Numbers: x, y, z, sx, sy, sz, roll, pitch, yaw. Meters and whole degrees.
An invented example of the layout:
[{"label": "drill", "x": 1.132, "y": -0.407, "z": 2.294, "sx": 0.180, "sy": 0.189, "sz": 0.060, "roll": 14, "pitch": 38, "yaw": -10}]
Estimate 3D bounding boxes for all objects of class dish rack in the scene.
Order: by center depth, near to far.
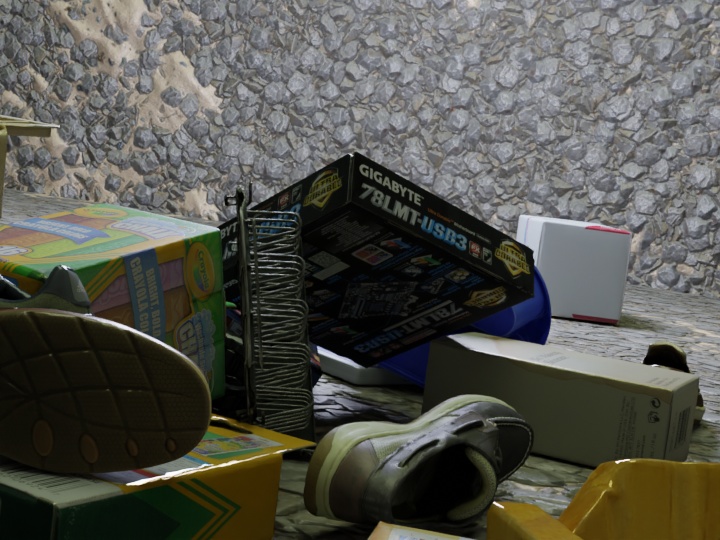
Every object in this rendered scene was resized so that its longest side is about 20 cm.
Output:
[{"label": "dish rack", "x": -0.056, "y": 0.034, "z": 0.813, "sx": 0.054, "sy": 0.155, "sz": 0.200, "roll": -5, "pitch": -14, "yaw": -5}]

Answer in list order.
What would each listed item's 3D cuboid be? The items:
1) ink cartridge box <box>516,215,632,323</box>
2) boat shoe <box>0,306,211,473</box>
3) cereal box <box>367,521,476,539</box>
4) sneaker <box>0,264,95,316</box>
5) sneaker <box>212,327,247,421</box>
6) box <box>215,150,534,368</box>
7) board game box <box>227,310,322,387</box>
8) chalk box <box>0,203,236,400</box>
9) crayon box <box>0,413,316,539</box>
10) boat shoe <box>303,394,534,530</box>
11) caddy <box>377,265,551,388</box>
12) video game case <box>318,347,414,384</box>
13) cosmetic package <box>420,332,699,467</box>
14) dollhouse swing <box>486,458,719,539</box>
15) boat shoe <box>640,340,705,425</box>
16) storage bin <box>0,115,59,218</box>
[{"label": "ink cartridge box", "x": 0.329, "y": -0.006, "z": 2.028, "sx": 0.143, "sy": 0.147, "sz": 0.200, "roll": 7, "pitch": 6, "yaw": -3}, {"label": "boat shoe", "x": -0.165, "y": 0.048, "z": 0.600, "sx": 0.197, "sy": 0.073, "sz": 0.068, "roll": 5, "pitch": 7, "yaw": 2}, {"label": "cereal box", "x": 0.088, "y": 0.157, "z": 0.530, "sx": 0.198, "sy": 0.040, "sz": 0.144, "roll": 9, "pitch": 6, "yaw": 11}, {"label": "sneaker", "x": -0.234, "y": 0.040, "z": 0.729, "sx": 0.197, "sy": 0.082, "sz": 0.074, "roll": -4, "pitch": -2, "yaw": 11}, {"label": "sneaker", "x": -0.148, "y": 0.054, "z": 0.989, "sx": 0.199, "sy": 0.074, "sz": 0.079, "roll": 35, "pitch": 0, "yaw": 15}, {"label": "box", "x": 0.000, "y": 0.000, "z": 0.998, "sx": 0.197, "sy": 0.050, "sz": 0.199, "roll": 24, "pitch": -34, "yaw": -35}, {"label": "board game box", "x": -0.100, "y": 0.049, "z": 1.127, "sx": 0.135, "sy": 0.035, "sz": 0.200, "roll": 36, "pitch": 3, "yaw": -7}, {"label": "chalk box", "x": -0.170, "y": 0.029, "z": 0.859, "sx": 0.123, "sy": 0.125, "sz": 0.199, "roll": 11, "pitch": 19, "yaw": 34}, {"label": "crayon box", "x": -0.129, "y": 0.111, "z": 0.653, "sx": 0.125, "sy": 0.052, "sz": 0.199, "roll": 11, "pitch": 7, "yaw": 32}, {"label": "boat shoe", "x": 0.050, "y": 0.120, "z": 0.750, "sx": 0.066, "sy": 0.073, "sz": 0.200, "roll": 24, "pitch": 15, "yaw": 36}, {"label": "caddy", "x": 0.078, "y": 0.028, "z": 1.184, "sx": 0.198, "sy": 0.143, "sz": 0.105, "roll": 26, "pitch": 24, "yaw": 15}, {"label": "video game case", "x": 0.038, "y": 0.091, "z": 1.278, "sx": 0.198, "sy": 0.018, "sz": 0.143, "roll": 4, "pitch": 7, "yaw": -35}, {"label": "cosmetic package", "x": 0.159, "y": 0.104, "z": 1.019, "sx": 0.198, "sy": 0.074, "sz": 0.103, "roll": 11, "pitch": 7, "yaw": 25}, {"label": "dollhouse swing", "x": 0.154, "y": 0.131, "z": 0.288, "sx": 0.198, "sy": 0.184, "sz": 0.176, "roll": 6, "pitch": -15, "yaw": -20}, {"label": "boat shoe", "x": 0.286, "y": 0.104, "z": 1.181, "sx": 0.074, "sy": 0.076, "sz": 0.202, "roll": 9, "pitch": 5, "yaw": 12}, {"label": "storage bin", "x": -0.304, "y": -0.016, "z": 0.943, "sx": 0.093, "sy": 0.203, "sz": 0.198, "roll": 1, "pitch": 8, "yaw": -38}]
